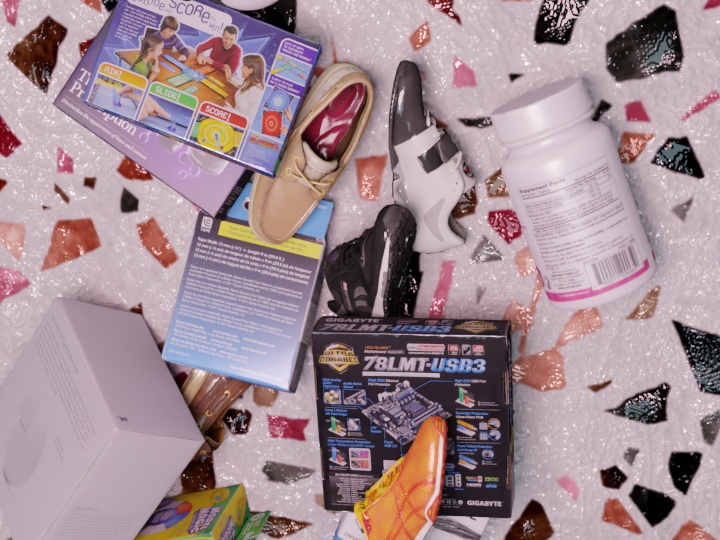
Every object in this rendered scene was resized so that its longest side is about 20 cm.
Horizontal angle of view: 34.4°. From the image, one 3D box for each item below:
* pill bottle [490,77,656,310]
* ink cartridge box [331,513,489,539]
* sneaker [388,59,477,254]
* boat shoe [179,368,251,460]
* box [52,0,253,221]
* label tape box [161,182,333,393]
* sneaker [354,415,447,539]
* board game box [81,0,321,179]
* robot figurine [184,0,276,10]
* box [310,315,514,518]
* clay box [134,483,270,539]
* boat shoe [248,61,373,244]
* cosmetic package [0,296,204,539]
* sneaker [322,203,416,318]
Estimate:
[{"bbox_3d":[0.203,-0.074,1.125,0.112,0.113,0.203,-19,101,16],"label":"pill bottle"},{"bbox_3d":[0.063,0.257,1.267,0.143,0.084,0.202,24,109,3],"label":"ink cartridge box"},{"bbox_3d":[0.073,-0.113,1.166,0.087,0.074,0.203,-1,117,11],"label":"sneaker"},{"bbox_3d":[-0.188,0.184,1.307,0.067,0.072,0.202,31,108,3],"label":"boat shoe"},{"bbox_3d":[-0.187,-0.166,1.181,0.199,0.079,0.142,34,88,0],"label":"box"},{"bbox_3d":[-0.114,0.015,1.236,0.141,0.066,0.203,13,82,8],"label":"label tape box"},{"bbox_3d":[0.036,0.227,1.131,0.076,0.073,0.202,19,113,0],"label":"sneaker"},{"bbox_3d":[-0.151,-0.189,1.124,0.197,0.034,0.137,22,86,0],"label":"board game box"},{"bbox_3d":[-0.143,-0.333,1.106,0.198,0.125,0.152,32,105,15],"label":"robot figurine"},{"bbox_3d":[0.054,0.147,1.163,0.197,0.050,0.202,0,108,12],"label":"box"},{"bbox_3d":[-0.209,0.298,1.322,0.197,0.115,0.048,-14,104,15],"label":"clay box"},{"bbox_3d":[-0.050,-0.114,1.164,0.073,0.066,0.202,24,97,-21],"label":"boat shoe"},{"bbox_3d":[-0.295,0.175,1.252,0.201,0.122,0.200,-53,49,21],"label":"cosmetic package"},{"bbox_3d":[0.000,0.000,1.170,0.086,0.076,0.201,22,146,11],"label":"sneaker"}]
